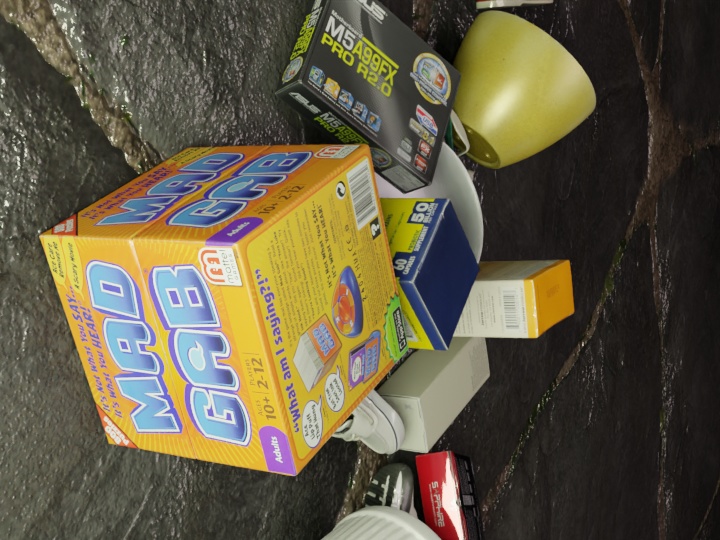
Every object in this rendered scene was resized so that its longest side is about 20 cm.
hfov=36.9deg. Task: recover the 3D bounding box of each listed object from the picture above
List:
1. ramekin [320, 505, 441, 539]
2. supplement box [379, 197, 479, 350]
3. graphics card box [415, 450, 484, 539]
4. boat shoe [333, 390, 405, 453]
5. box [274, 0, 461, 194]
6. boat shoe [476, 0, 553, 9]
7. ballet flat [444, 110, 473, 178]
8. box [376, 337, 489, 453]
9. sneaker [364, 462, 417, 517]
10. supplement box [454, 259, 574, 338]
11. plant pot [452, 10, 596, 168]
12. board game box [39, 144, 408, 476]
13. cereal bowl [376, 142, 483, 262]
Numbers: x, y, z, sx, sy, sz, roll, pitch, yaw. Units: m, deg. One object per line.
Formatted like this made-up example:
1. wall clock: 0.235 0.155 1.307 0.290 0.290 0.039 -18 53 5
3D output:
1. ramekin: 0.012 0.366 1.154 0.105 0.200 0.201 -18 108 -48
2. supplement box: 0.000 0.000 1.087 0.110 0.200 0.109 60 43 -42
3. graphics card box: 0.118 0.299 1.382 0.200 0.051 0.126 38 42 -72
4. boat shoe: -0.014 0.157 1.207 0.066 0.072 0.200 -61 140 -30
5. box: 0.014 -0.203 1.173 0.200 0.044 0.161 35 58 -30
6. boat shoe: 0.224 -0.413 1.565 0.200 0.071 0.063 -20 107 -53
7. ballet flat: 0.108 -0.138 1.385 0.067 0.070 0.200 -46 131 -49
8. box: 0.096 0.148 1.392 0.200 0.068 0.082 -38 124 -52
9. sneaker: 0.048 0.328 1.301 0.080 0.074 0.201 2 98 -21
10. supplement box: 0.149 0.035 1.343 0.126 0.200 0.074 -21 107 -56
11. plant pot: 0.187 -0.221 1.427 0.142 0.200 0.200 -50 139 -11
12. board game box: -0.105 0.022 0.912 0.200 0.199 0.200 -43 128 -50
13. cereal bowl: 0.048 -0.059 1.252 0.200 0.083 0.201 14 69 -40
